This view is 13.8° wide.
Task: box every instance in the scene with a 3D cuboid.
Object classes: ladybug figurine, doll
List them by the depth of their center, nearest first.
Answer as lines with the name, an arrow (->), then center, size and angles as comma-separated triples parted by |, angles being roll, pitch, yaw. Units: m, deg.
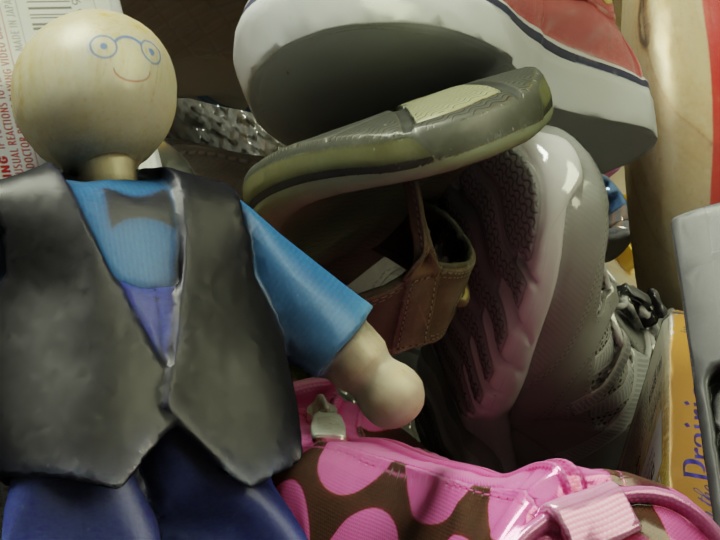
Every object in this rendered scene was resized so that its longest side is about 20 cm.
doll -> -0.044, 0.033, 0.673 | 0.136, 0.048, 0.201 | -3, 65, -25
ladybug figurine -> 0.129, -0.043, 0.998 | 0.136, 0.071, 0.201 | 70, 18, -49

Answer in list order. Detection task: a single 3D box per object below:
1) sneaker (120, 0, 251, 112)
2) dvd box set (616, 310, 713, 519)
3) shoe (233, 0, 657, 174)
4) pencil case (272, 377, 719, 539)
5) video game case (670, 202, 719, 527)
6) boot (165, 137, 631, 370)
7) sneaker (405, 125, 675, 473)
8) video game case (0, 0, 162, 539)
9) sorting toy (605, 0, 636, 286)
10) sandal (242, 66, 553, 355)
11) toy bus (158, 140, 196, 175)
sneaker -> -0.057, -0.084, 0.926 | 0.072, 0.072, 0.199 | 26, 15, 39
dvd box set -> 0.081, 0.131, 0.809 | 0.029, 0.147, 0.201 | 9, 41, -2
shoe -> 0.019, -0.083, 0.839 | 0.200, 0.071, 0.092 | 12, 60, -60
pencil case -> 0.025, 0.080, 0.745 | 0.090, 0.200, 0.094 | -5, 94, -24
video game case -> 0.136, 0.105, 0.796 | 0.200, 0.025, 0.182 | 46, 34, -53
boot -> 0.004, -0.022, 0.935 | 0.199, 0.095, 0.074 | 14, 44, -52
sneaker -> 0.059, 0.015, 0.879 | 0.200, 0.081, 0.075 | 91, -18, -61
video game case -> -0.127, -0.022, 0.687 | 0.181, 0.022, 0.201 | -4, 72, -35
sorting toy -> 0.111, -0.020, 1.119 | 0.199, 0.107, 0.181 | 26, 43, -42
sandal -> 0.000, 0.000, 0.799 | 0.079, 0.201, 0.058 | -21, 78, -28
toy bus -> -0.106, -0.028, 0.769 | 0.200, 0.078, 0.065 | 51, 51, -3
